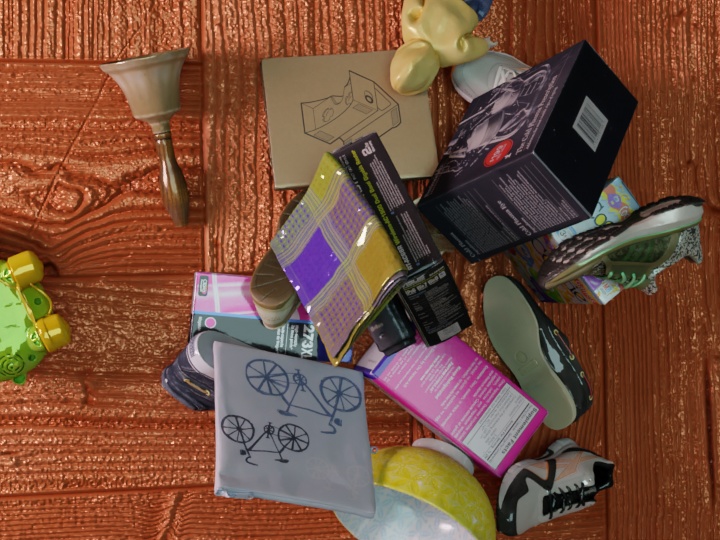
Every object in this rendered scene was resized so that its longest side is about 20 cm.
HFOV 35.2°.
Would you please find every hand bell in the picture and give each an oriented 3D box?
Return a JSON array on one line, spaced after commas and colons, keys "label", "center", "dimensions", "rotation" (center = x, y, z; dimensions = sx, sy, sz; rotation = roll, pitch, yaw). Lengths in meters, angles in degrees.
[{"label": "hand bell", "center": [-0.226, -0.149, 1.312], "dimensions": [0.104, 0.104, 0.200], "rotation": [-14, 104, -11]}]

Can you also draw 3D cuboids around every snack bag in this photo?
[{"label": "snack bag", "center": [-0.070, 0.173, 1.224], "dimensions": [0.188, 0.021, 0.200], "rotation": [14, 44, -23]}]

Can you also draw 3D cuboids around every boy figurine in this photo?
[{"label": "boy figurine", "center": [0.103, -0.289, 1.357], "dimensions": [0.124, 0.064, 0.200], "rotation": [30, 76, 0]}]

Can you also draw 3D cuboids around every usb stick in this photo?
[{"label": "usb stick", "center": [0.000, 0.000, 1.273], "dimensions": [0.033, 0.055, 0.200], "rotation": [-23, 84, -50]}]

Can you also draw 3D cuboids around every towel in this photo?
[{"label": "towel", "center": [-0.028, -0.014, 1.206], "dimensions": [0.023, 0.200, 0.144], "rotation": [9, 130, -40]}]

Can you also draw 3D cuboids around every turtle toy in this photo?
[{"label": "turtle toy", "center": [-0.411, 0.034, 1.253], "dimensions": [0.146, 0.101, 0.200], "rotation": [-22, 93, -11]}]

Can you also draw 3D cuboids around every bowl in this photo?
[{"label": "bowl", "center": [0.075, 0.260, 1.316], "dimensions": [0.200, 0.200, 0.108], "rotation": [35, 57, -8]}]

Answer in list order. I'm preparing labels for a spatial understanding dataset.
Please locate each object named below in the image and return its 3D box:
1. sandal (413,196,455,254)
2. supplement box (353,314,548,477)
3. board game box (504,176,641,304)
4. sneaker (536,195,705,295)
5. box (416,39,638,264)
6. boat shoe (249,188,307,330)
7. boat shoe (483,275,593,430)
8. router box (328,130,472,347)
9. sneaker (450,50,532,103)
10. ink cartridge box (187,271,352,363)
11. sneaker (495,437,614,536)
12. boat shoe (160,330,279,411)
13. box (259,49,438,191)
[{"label": "sandal", "center": [0.107, -0.067, 1.369], "dimensions": [0.212, 0.070, 0.078], "rotation": [-38, 96, -9]}, {"label": "supplement box", "center": [0.106, 0.143, 1.350], "dimensions": [0.200, 0.101, 0.103], "rotation": [41, 82, -8]}, {"label": "board game box", "center": [0.254, -0.031, 1.331], "dimensions": [0.103, 0.200, 0.105], "rotation": [-38, 96, -9]}, {"label": "sneaker", "center": [0.284, -0.008, 1.200], "dimensions": [0.200, 0.077, 0.089], "rotation": [-22, 101, -8]}, {"label": "box", "center": [0.187, -0.131, 1.277], "dimensions": [0.104, 0.182, 0.200], "rotation": [44, 51, -19]}, {"label": "boat shoe", "center": [-0.065, -0.023, 1.329], "dimensions": [0.073, 0.063, 0.201], "rotation": [16, 57, 15]}, {"label": "boat shoe", "center": [0.216, 0.095, 1.395], "dimensions": [0.063, 0.074, 0.202], "rotation": [-23, 82, -46]}, {"label": "router box", "center": [0.045, -0.035, 1.260], "dimensions": [0.062, 0.150, 0.200], "rotation": [-28, 56, 3]}, {"label": "sneaker", "center": [0.210, -0.223, 1.380], "dimensions": [0.200, 0.092, 0.076], "rotation": [17, 85, -10]}, {"label": "ink cartridge box", "center": [-0.102, 0.057, 1.347], "dimensions": [0.200, 0.037, 0.095], "rotation": [5, 87, -13]}, {"label": "sneaker", "center": [0.229, 0.254, 1.332], "dimensions": [0.200, 0.080, 0.074], "rotation": [-25, 121, -46]}, {"label": "boat shoe", "center": [-0.130, 0.137, 1.323], "dimensions": [0.200, 0.091, 0.071], "rotation": [29, 45, -25]}, {"label": "box", "center": [-0.014, -0.182, 1.360], "dimensions": [0.200, 0.021, 0.164], "rotation": [-5, 80, -10]}]
